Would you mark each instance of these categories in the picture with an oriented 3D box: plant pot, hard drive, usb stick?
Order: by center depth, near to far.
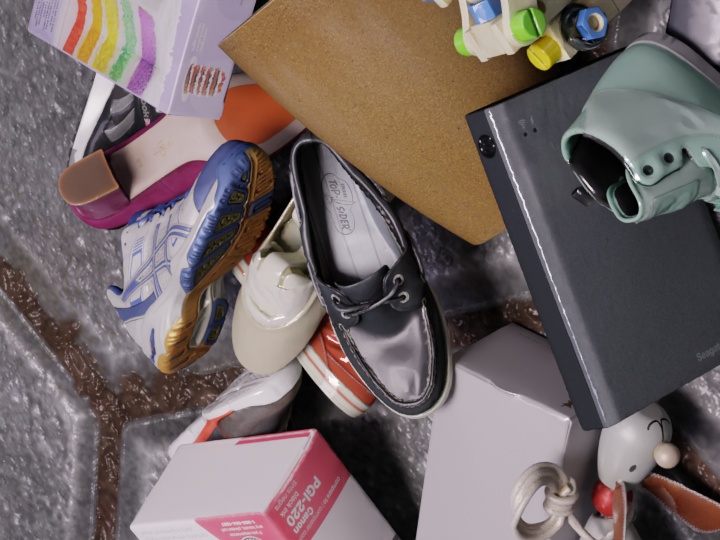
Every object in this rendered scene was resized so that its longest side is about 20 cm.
[{"bbox_3d":[0.211,-0.212,1.410,0.055,0.033,0.201,22,119,34],"label":"usb stick"},{"bbox_3d":[0.152,-0.022,1.460,0.033,0.139,0.201,-14,99,53],"label":"hard drive"},{"bbox_3d":[0.045,-0.121,1.507,0.200,0.186,0.186,51,133,-5],"label":"plant pot"}]

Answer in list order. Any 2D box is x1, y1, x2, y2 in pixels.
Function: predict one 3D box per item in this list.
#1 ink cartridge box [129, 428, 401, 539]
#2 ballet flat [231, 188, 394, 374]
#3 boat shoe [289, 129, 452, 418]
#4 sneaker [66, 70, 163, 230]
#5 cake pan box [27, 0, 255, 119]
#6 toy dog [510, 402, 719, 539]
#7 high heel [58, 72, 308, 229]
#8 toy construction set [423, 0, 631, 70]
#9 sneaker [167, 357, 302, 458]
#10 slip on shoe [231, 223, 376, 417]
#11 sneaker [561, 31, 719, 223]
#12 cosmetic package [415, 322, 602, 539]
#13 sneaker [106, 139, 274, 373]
[{"bbox_3d":[-0.044,0.214,1.711,0.145,0.085,0.200,-10,127,43],"label":"ink cartridge box"},{"bbox_3d":[-0.037,-0.020,1.628,0.069,0.069,0.201,35,101,25],"label":"ballet flat"},{"bbox_3d":[0.002,-0.001,1.548,0.074,0.066,0.200,-16,84,14],"label":"boat shoe"},{"bbox_3d":[-0.148,-0.105,1.738,0.087,0.076,0.201,29,124,22],"label":"sneaker"},{"bbox_3d":[-0.134,-0.222,1.619,0.184,0.052,0.201,32,111,42],"label":"cake pan box"},{"bbox_3d":[0.175,0.190,1.543,0.096,0.132,0.201,31,145,39],"label":"toy dog"},{"bbox_3d":[-0.113,-0.086,1.704,0.199,0.096,0.068,-17,81,5],"label":"high heel"},{"bbox_3d":[0.112,-0.196,1.416,0.131,0.200,0.092,54,168,-15],"label":"toy construction set"},{"bbox_3d":[-0.070,0.116,1.751,0.082,0.077,0.200,46,153,0],"label":"sneaker"},{"bbox_3d":[-0.042,0.010,1.703,0.061,0.074,0.200,-41,69,7],"label":"slip on shoe"},{"bbox_3d":[0.208,-0.042,1.404,0.200,0.118,0.074,35,145,12],"label":"sneaker"},{"bbox_3d":[0.104,0.151,1.610,0.107,0.085,0.201,27,121,31],"label":"cosmetic package"},{"bbox_3d":[-0.125,-0.021,1.657,0.088,0.075,0.200,44,131,21],"label":"sneaker"}]
